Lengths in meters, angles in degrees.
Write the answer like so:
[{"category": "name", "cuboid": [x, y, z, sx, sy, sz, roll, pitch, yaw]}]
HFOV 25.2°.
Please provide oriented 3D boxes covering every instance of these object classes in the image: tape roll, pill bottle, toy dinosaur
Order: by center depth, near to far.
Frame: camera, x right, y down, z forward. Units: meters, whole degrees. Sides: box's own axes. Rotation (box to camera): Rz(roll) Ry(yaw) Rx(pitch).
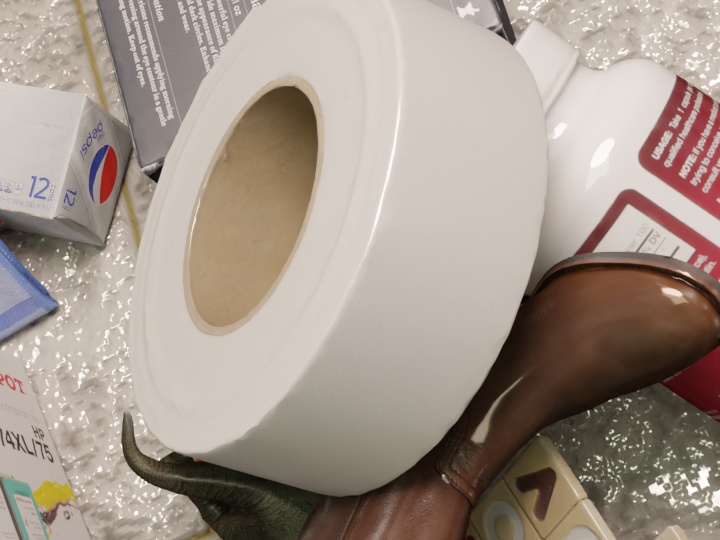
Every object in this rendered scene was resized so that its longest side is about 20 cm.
[{"category": "tape roll", "cuboid": [-0.016, -0.016, 0.638, 0.202, 0.071, 0.203, -37, 43, 45]}, {"category": "pill bottle", "cuboid": [0.132, -0.016, 0.680, 0.200, 0.113, 0.113, 34, 86, -1]}, {"category": "toy dinosaur", "cuboid": [-0.031, 0.113, 0.717, 0.102, 0.200, 0.077, 10, 50, 41]}]

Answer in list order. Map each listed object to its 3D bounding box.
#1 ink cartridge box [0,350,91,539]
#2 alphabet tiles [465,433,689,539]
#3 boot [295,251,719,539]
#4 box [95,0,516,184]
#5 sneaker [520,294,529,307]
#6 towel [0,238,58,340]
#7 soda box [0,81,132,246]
[{"category": "ink cartridge box", "cuboid": [-0.217, 0.145, 0.751, 0.146, 0.147, 0.200, -29, 70, 7]}, {"category": "alphabet tiles", "cuboid": [0.104, 0.175, 0.661, 0.200, 0.008, 0.167, 58, 138, 25]}, {"category": "boot", "cuboid": [0.041, 0.092, 0.606, 0.186, 0.064, 0.200, -23, 28, 47]}, {"category": "box", "cuboid": [-0.032, -0.152, 0.800, 0.182, 0.104, 0.201, -20, 71, 11]}, {"category": "sneaker", "cuboid": [0.000, 0.000, 0.779, 0.199, 0.074, 0.088, -16, 55, 4]}, {"category": "towel", "cuboid": [-0.273, 0.025, 0.806, 0.200, 0.147, 0.024, -31, 39, 5]}, {"category": "soda box", "cuboid": [-0.226, -0.067, 0.854, 0.199, 0.063, 0.068, 10, 80, 18]}]
